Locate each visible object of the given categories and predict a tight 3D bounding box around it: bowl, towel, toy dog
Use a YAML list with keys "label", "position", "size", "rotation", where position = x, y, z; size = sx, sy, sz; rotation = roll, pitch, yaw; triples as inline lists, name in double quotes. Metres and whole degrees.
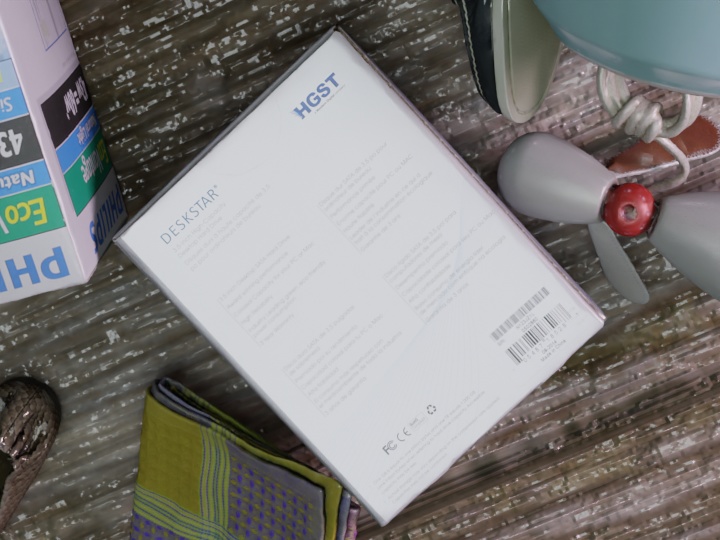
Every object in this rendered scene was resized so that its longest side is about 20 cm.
- label: "bowl"
  position: [0.155, -0.149, 0.963]
  size: [0.199, 0.201, 0.106]
  rotation: [13, 115, 0]
- label: "towel"
  position: [-0.074, 0.166, 1.128]
  size: [0.143, 0.023, 0.201]
  rotation: [28, 122, 27]
- label: "toy dog"
  position: [0.178, -0.026, 1.067]
  size: [0.200, 0.096, 0.132]
  rotation: [43, 110, 6]

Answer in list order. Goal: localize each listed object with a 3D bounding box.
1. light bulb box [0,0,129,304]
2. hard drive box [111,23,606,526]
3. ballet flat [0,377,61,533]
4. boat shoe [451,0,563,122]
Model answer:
- label: "light bulb box"
  position: [-0.244, -0.077, 1.050]
  size: [0.197, 0.125, 0.201]
  rotation: [-15, 105, 9]
- label: "hard drive box"
  position: [0.000, 0.000, 1.059]
  size: [0.156, 0.077, 0.200]
  rotation: [-42, 96, 5]
- label: "ballet flat"
  position: [-0.228, 0.146, 1.161]
  size: [0.067, 0.046, 0.200]
  rotation: [33, 107, -6]
- label: "boat shoe"
  position: [0.059, -0.173, 1.029]
  size: [0.066, 0.074, 0.201]
  rotation: [10, 121, 31]
